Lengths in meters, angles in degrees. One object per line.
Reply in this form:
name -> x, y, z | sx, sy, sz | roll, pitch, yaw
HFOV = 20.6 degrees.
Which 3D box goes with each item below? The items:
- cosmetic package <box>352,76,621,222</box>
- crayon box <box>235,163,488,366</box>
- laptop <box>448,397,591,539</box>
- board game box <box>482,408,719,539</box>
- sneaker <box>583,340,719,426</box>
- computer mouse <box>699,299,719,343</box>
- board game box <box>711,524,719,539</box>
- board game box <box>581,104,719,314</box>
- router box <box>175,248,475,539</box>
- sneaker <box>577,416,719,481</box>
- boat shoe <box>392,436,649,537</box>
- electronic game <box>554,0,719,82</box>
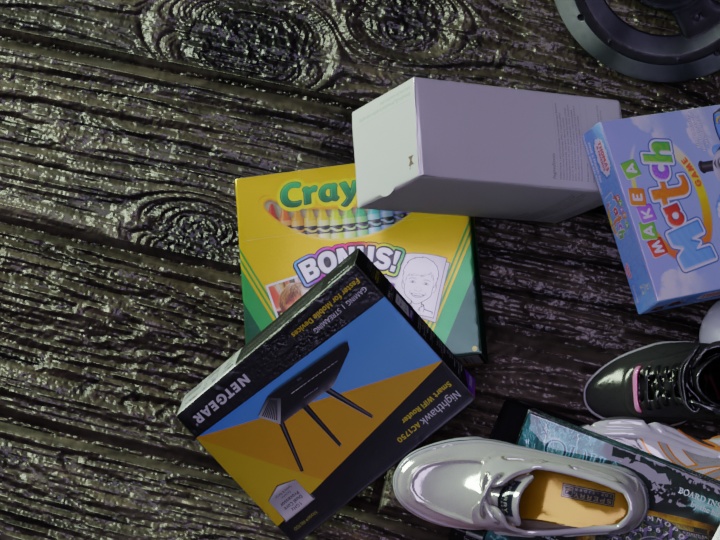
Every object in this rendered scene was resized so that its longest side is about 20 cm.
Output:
cosmetic package -> 0.103, -0.093, 1.587 | 0.198, 0.107, 0.086 | 5, 76, -30
crayon box -> 0.000, 0.000, 1.662 | 0.198, 0.058, 0.174 | -7, 78, 8
laptop -> 0.168, 0.241, 1.610 | 0.186, 0.116, 0.202 | 18, 111, 13
board game box -> 0.200, 0.204, 1.521 | 0.198, 0.028, 0.137 | 21, 94, 15
sneaker -> 0.253, 0.086, 1.557 | 0.198, 0.099, 0.072 | -7, 81, 31
computer mouse -> 0.364, 0.083, 1.589 | 0.199, 0.044, 0.110 | 27, 86, 14
board game box -> 0.338, 0.198, 1.495 | 0.034, 0.200, 0.127 | 24, 82, 41
board game box -> 0.288, -0.056, 1.583 | 0.198, 0.037, 0.153 | -10, 76, -25
router box -> -0.027, 0.102, 1.600 | 0.200, 0.051, 0.149 | -40, 100, 15
sneaker -> 0.243, 0.174, 1.551 | 0.198, 0.076, 0.093 | 4, 58, 4
boat shoe -> 0.116, 0.169, 1.495 | 0.198, 0.070, 0.072 | 7, 91, 16
electronic game -> 0.255, -0.255, 1.640 | 0.198, 0.042, 0.202 | 3, 110, 9
